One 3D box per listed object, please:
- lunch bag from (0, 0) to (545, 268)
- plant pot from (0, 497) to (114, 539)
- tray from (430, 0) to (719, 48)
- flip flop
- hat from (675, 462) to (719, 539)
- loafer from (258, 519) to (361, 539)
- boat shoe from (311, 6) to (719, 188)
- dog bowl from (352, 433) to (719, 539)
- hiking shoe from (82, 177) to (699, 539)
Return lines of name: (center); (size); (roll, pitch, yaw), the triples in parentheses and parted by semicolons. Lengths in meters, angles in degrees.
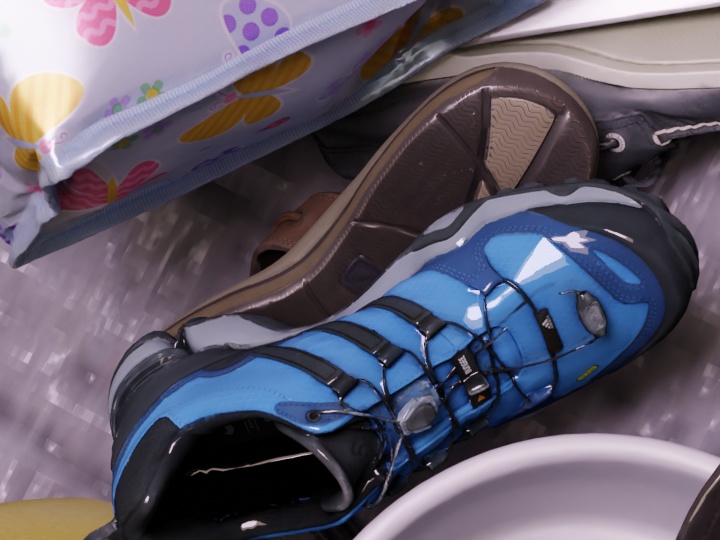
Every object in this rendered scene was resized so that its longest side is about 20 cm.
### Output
lunch bag: (-0.053, -0.120, 0.921); (0.199, 0.127, 0.170); (-28, 83, -18)
plant pot: (-0.147, 0.164, 0.918); (0.199, 0.142, 0.201); (-11, 75, 45)
tray: (0.120, -0.124, 0.973); (0.199, 0.022, 0.108); (-8, 37, 14)
flip flop: (0.000, 0.000, 0.982); (0.081, 0.058, 0.200); (35, 118, -18)
hat: (0.155, 0.071, 0.844); (0.200, 0.201, 0.081); (-40, 34, 5)
loafer: (-0.011, 0.166, 0.964); (0.071, 0.063, 0.201); (-14, 76, 14)
boat shoe: (0.072, -0.055, 0.986); (0.198, 0.066, 0.075); (-4, 34, 14)
dog bowl: (0.070, 0.155, 0.905); (0.199, 0.079, 0.201); (1, 71, -2)
hiking shoe: (0.013, 0.041, 0.920); (0.199, 0.075, 0.087); (-23, 29, 17)
